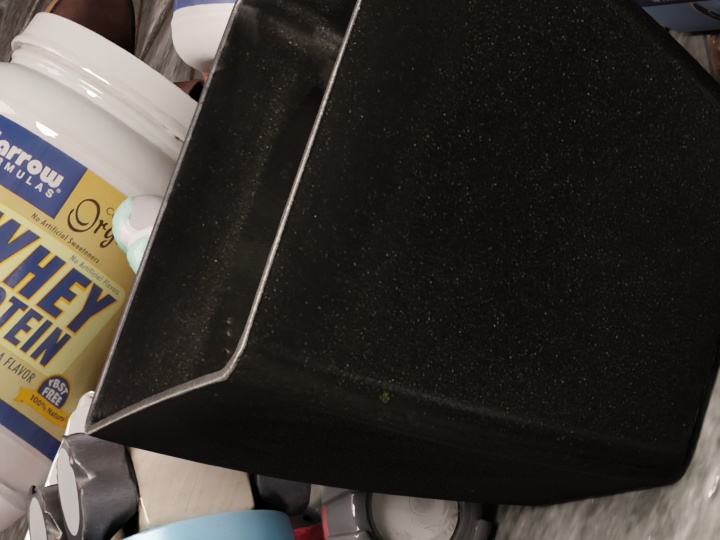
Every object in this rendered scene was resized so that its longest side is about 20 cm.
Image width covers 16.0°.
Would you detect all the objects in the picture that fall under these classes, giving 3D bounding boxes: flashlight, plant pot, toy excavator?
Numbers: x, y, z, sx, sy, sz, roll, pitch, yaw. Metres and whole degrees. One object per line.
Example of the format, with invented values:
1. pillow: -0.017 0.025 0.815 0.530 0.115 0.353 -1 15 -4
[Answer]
1. flashlight: -0.011 0.116 1.119 0.200 0.068 0.068 -28 41 65
2. plant pot: 0.033 -0.011 0.946 0.200 0.177 0.200 -27 43 68
3. toy excavator: -0.075 0.179 1.085 0.194 0.100 0.200 125 135 -62

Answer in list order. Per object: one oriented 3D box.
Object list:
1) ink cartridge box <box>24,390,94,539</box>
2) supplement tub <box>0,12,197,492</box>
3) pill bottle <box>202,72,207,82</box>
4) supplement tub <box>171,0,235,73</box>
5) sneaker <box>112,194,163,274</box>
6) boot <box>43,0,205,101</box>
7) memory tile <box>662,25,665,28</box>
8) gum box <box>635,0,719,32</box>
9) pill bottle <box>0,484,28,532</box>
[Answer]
1. ink cartridge box: -0.112 0.156 1.254 0.200 0.084 0.145 85 -156 -76
2. supplement tub: -0.163 -0.010 1.245 0.200 0.144 0.144 -57 14 -9
3. pill bottle: -0.047 -0.165 1.460 0.112 0.112 0.200 -56 36 36
4. supplement tub: -0.009 -0.189 1.203 0.145 0.145 0.200 178 98 -73
5. sneaker: -0.006 -0.019 1.143 0.140 0.200 0.078 -59 -22 4
6. boot: -0.136 -0.096 1.507 0.166 0.072 0.200 -9 60 48
7. memory tile: 0.104 -0.112 1.149 0.200 0.017 0.153 -70 16 -11
8. gum box: 0.174 -0.192 0.976 0.200 0.044 0.170 -67 16 -3
9. pill bottle: -0.146 0.043 1.364 0.200 0.116 0.116 -39 17 0
